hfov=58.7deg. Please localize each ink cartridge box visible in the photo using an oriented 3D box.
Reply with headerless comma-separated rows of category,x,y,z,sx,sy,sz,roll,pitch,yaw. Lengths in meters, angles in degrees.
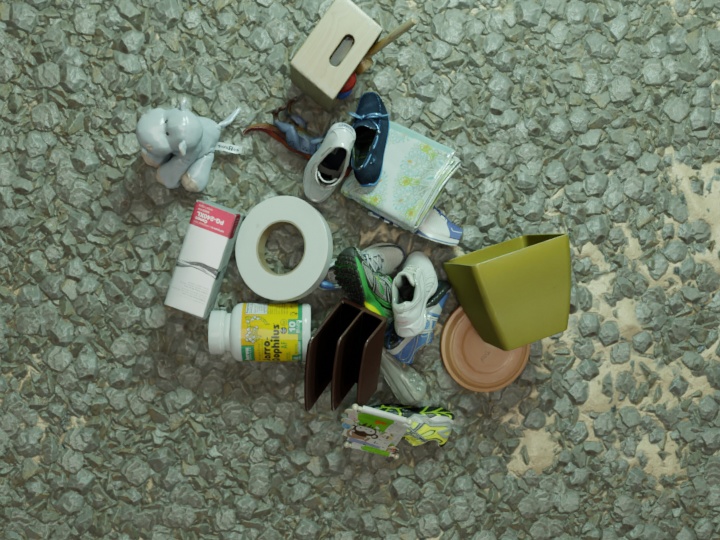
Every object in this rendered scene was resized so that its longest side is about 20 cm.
ink cartridge box,-0.296,-0.024,1.223,0.081,0.145,0.205,19,93,-7

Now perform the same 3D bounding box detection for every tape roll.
tape roll,-0.151,-0.043,1.254,0.197,0.037,0.209,-2,83,16

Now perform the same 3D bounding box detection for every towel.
towel,0.076,-0.186,1.240,0.198,0.048,0.173,30,82,30

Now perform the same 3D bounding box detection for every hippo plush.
hippo plush,-0.329,-0.229,1.188,0.194,0.161,0.164,-1,96,0

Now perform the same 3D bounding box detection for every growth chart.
growth chart,0.027,0.324,1.286,0.141,0.202,0.018,11,52,-2

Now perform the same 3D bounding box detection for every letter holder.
letter holder,-0.033,0.184,1.212,0.099,0.142,0.203,23,133,19

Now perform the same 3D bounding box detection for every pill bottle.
pill bottle,-0.196,0.121,1.263,0.194,0.113,0.116,1,95,-5

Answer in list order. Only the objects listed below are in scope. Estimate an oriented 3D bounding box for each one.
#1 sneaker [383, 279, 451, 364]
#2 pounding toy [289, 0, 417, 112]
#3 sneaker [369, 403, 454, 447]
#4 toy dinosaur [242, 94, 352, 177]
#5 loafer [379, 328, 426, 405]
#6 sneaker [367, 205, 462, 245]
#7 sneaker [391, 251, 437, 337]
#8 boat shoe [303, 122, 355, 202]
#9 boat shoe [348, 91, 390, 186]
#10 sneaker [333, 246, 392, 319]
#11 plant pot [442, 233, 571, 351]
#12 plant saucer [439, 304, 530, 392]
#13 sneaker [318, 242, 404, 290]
sneaker,0.121,0.101,1.302,0.200,0.075,0.078,-48,122,-20
pounding toy,-0.019,-0.407,1.196,0.141,0.184,0.202,37,91,-7
sneaker,0.098,0.324,1.327,0.194,0.075,0.079,7,94,-4
toy dinosaur,-0.101,-0.253,1.276,0.197,0.105,0.184,-21,108,31
loafer,0.056,0.192,1.312,0.069,0.070,0.202,-31,94,34
sneaker,0.123,-0.130,1.286,0.195,0.081,0.118,20,95,-5
sneaker,0.102,0.024,1.247,0.076,0.203,0.101,-6,134,18
boat shoe,-0.067,-0.188,1.212,0.072,0.201,0.067,16,51,-9
boat shoe,0.018,-0.264,1.231,0.082,0.069,0.205,-13,64,22
sneaker,0.012,0.023,1.224,0.086,0.077,0.202,-49,138,-22
plant pot,0.296,0.044,1.247,0.195,0.200,0.181,-17,95,-8
plant saucer,0.265,0.157,1.349,0.194,0.032,0.206,0,95,-5
sneaker,0.000,0.000,1.284,0.195,0.085,0.079,-18,97,-4
